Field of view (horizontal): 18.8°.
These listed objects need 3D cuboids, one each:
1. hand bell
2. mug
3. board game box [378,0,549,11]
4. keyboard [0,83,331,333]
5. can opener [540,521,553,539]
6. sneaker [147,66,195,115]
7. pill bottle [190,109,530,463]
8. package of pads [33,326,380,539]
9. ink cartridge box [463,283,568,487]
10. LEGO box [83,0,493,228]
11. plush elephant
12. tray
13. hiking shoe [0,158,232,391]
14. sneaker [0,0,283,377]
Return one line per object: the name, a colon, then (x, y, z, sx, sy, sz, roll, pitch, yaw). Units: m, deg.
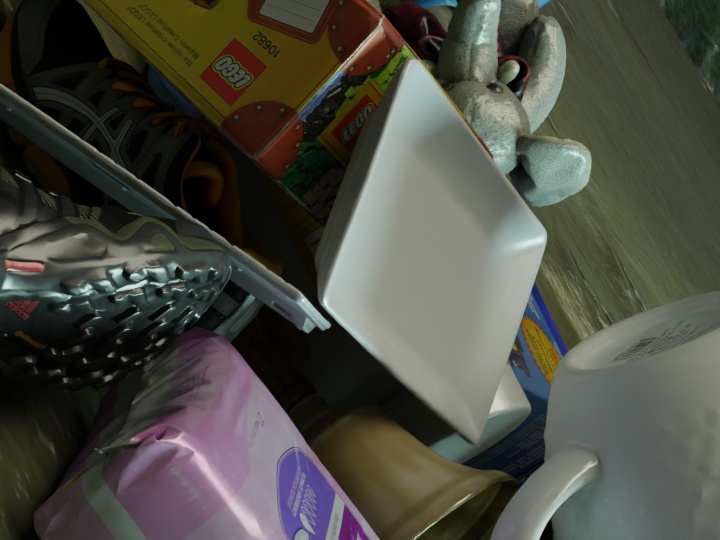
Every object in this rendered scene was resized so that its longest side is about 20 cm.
hand bell: (-0.035, 0.053, 0.957, 0.200, 0.104, 0.104, 48, 14, 17)
mug: (0.135, 0.116, 0.907, 0.200, 0.147, 0.176, -26, 100, -32)
board game box: (0.031, -0.191, 1.330, 0.152, 0.200, 0.045, 43, 21, -41)
keyboard: (-0.096, -0.037, 0.859, 0.200, 0.011, 0.056, 34, -11, 15)
can opener: (0.119, 0.147, 1.225, 0.067, 0.053, 0.200, 55, 17, -9)
sneaker: (-0.068, -0.139, 1.163, 0.071, 0.083, 0.200, 48, 19, -29)
pill bottle: (0.000, 0.000, 1.053, 0.201, 0.113, 0.113, 61, 17, 15)
package of pads: (-0.031, 0.128, 0.803, 0.200, 0.076, 0.121, 54, 17, -11)
ink cartridge box: (0.058, 0.040, 1.213, 0.200, 0.076, 0.137, 31, 31, -59)
LEGO box: (-0.052, -0.105, 0.943, 0.200, 0.077, 0.149, 44, 0, 30)
plush elephant: (0.051, -0.105, 1.230, 0.155, 0.164, 0.201, -154, -113, -75)
tray: (0.029, -0.004, 0.917, 0.108, 0.022, 0.200, -69, 154, -13)
hiking shoe: (-0.127, -0.016, 0.755, 0.200, 0.076, 0.101, 2, 49, -54)
sneaker: (-0.094, -0.045, 0.935, 0.078, 0.077, 0.201, 21, 38, -60)
